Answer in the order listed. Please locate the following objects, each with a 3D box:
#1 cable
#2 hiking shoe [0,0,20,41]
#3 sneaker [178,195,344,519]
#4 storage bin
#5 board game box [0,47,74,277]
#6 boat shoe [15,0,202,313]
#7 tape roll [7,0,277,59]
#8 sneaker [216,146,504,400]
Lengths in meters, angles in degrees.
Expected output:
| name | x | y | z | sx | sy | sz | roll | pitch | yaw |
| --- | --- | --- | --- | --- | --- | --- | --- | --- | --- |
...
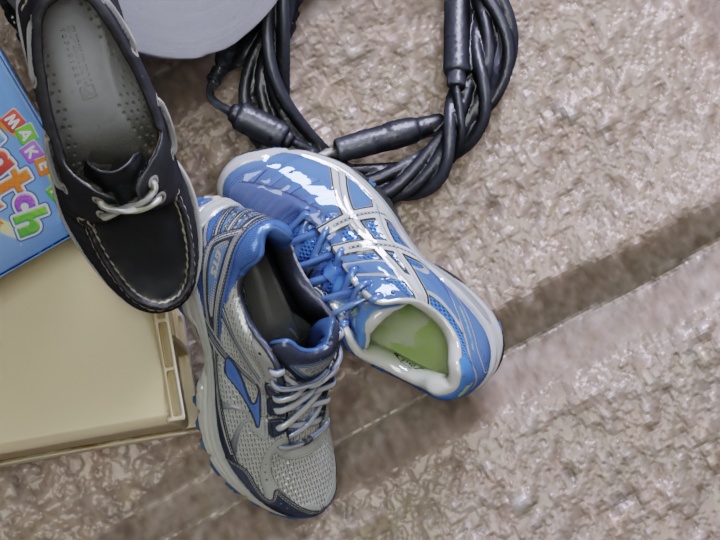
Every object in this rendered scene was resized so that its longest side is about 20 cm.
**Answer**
| name | x | y | z | sx | sy | sz | roll | pitch | yaw |
| --- | --- | --- | --- | --- | --- | --- | --- | --- | --- |
| cable | 0.014 | -0.139 | 1.147 | 0.163 | 0.051 | 0.200 | 36 | 85 | 3 |
| hiking shoe | -0.160 | -0.206 | 1.119 | 0.101 | 0.076 | 0.200 | -29 | 129 | -36 |
| sneaker | -0.049 | 0.056 | 1.081 | 0.077 | 0.085 | 0.200 | -33 | 115 | -37 |
| storage bin | -0.210 | 0.013 | 1.112 | 0.200 | 0.094 | 0.199 | -10 | 84 | -1 |
| board game box | -0.264 | -0.043 | 1.027 | 0.200 | 0.037 | 0.151 | -30 | 107 | -2 |
| boat shoe | -0.128 | -0.063 | 0.998 | 0.074 | 0.060 | 0.200 | -15 | 111 | -7 |
| tape roll | -0.119 | -0.218 | 1.065 | 0.066 | 0.200 | 0.200 | 13 | 83 | 43 |
| sneaker | 0.000 | 0.000 | 1.109 | 0.200 | 0.077 | 0.076 | 37 | 108 | 1 |
